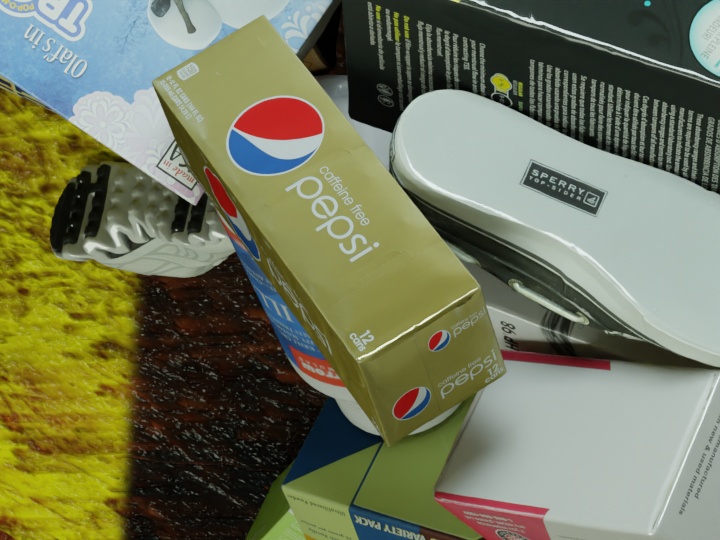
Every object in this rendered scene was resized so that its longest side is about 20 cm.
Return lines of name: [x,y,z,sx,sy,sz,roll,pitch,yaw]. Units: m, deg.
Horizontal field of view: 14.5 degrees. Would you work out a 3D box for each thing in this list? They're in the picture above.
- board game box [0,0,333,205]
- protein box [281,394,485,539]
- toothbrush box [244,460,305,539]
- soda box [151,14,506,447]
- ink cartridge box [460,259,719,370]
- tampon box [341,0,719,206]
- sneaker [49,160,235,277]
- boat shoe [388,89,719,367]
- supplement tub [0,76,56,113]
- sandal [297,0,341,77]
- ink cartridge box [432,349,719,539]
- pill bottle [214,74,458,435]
board game box: [-0.105,-0.169,1.330,0.200,0.199,0.043,33,-176,-13]
protein box: [0.075,0.115,1.643,0.134,0.199,0.200,15,150,25]
toothbrush box: [0.012,0.185,1.934,0.145,0.086,0.200,30,153,-5]
soda box: [-0.016,-0.020,1.252,0.200,0.064,0.068,52,169,37]
ink cartridge box: [0.101,0.022,1.341,0.199,0.067,0.116,20,160,18]
tampon box: [0.110,-0.128,1.258,0.199,0.150,0.126,19,153,13]
sneaker: [-0.099,-0.033,1.693,0.081,0.076,0.199,29,158,-36]
boat shoe: [0.103,-0.012,1.236,0.199,0.071,0.064,30,155,9]
supplement tub: [-0.170,-0.164,1.440,0.199,0.145,0.145,24,152,5]
sandal: [-0.029,-0.135,1.466,0.054,0.082,0.200,13,150,-22]
ink cartridge box: [0.156,0.123,1.300,0.144,0.085,0.200,4,153,49]
pill bottle: [0.000,0.000,1.491,0.112,0.113,0.200,11,147,27]
